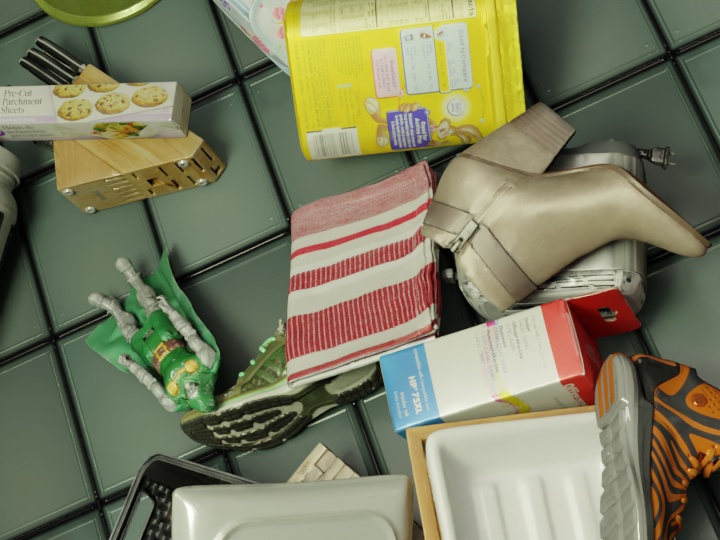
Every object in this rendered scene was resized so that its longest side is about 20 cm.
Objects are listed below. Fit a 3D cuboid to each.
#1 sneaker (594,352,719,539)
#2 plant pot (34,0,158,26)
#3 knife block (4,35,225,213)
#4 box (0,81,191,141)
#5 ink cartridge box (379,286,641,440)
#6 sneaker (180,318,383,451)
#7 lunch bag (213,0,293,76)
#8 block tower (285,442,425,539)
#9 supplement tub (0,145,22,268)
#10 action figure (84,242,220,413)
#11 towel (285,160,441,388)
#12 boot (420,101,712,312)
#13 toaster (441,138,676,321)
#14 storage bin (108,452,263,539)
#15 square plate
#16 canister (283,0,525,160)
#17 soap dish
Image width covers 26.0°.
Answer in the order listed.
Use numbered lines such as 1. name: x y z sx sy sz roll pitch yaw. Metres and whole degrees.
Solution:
1. sneaker: 0.239 0.156 1.160 0.111 0.078 0.202 7 65 -10
2. plant pot: -0.280 -0.366 1.499 0.198 0.190 0.202 -5 71 15
3. knife block: -0.237 -0.153 1.482 0.198 0.064 0.177 -13 69 12
4. box: -0.253 -0.145 1.427 0.198 0.039 0.042 1 71 17
5. ink cartridge box: 0.129 0.085 1.257 0.198 0.116 0.068 -18 67 15
6. sneaker: -0.067 0.088 1.356 0.199 0.077 0.089 -25 48 3
7. lunch bag: -0.053 -0.285 1.442 0.170 0.127 0.200 -44 78 0
8. block tower: 0.028 0.226 1.279 0.200 0.058 0.054 39 85 22
9. supplement tub: -0.400 -0.022 1.443 0.139 0.140 0.202 9 74 19
10. action figure: -0.174 0.063 1.362 0.118 0.055 0.200 -53 44 6
11. towel: 0.000 0.000 1.330 0.143 0.023 0.201 -20 43 20
12. boot: 0.151 -0.028 1.213 0.200 0.070 0.147 40 94 18
13. toaster: 0.165 -0.029 1.297 0.198 0.114 0.130 -4 74 13
14. storage bin: -0.113 0.236 1.247 0.199 0.093 0.136 5 70 53
15. square plate: -0.043 0.255 1.147 0.198 0.028 0.200 1 88 -28
16. canister: 0.041 -0.175 1.358 0.198 0.087 0.150 -5 109 6
17. soap dish: 0.138 0.191 1.209 0.198 0.081 0.159 -5 69 -15
